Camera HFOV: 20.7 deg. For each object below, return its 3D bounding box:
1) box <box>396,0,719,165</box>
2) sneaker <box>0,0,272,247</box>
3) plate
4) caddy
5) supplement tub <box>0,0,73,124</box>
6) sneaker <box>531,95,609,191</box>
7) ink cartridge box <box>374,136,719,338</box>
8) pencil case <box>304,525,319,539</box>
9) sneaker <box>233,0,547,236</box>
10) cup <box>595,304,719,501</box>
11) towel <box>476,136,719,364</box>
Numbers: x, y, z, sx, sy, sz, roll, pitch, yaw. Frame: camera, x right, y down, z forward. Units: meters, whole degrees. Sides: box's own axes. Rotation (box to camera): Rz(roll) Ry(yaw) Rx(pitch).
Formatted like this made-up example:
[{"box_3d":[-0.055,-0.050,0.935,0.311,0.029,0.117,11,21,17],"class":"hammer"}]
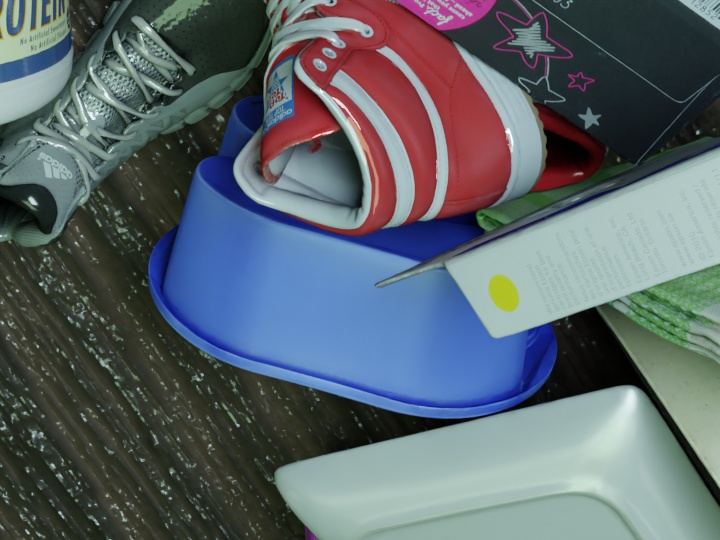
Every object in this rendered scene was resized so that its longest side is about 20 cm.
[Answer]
[{"box_3d":[0.078,-0.163,0.759,0.199,0.115,0.132,33,139,-12],"class":"box"},{"box_3d":[-0.119,-0.069,0.927,0.075,0.116,0.200,42,124,-14],"class":"sneaker"},{"box_3d":[0.084,0.146,0.942,0.199,0.032,0.200,-15,131,29],"class":"plate"},{"box_3d":[0.000,0.000,0.927,0.199,0.142,0.106,16,121,5],"class":"caddy"},{"box_3d":[-0.201,-0.171,0.852,0.144,0.145,0.201,5,113,12],"class":"supplement tub"},{"box_3d":[0.030,-0.106,0.861,0.199,0.116,0.079,24,126,-2],"class":"sneaker"},{"box_3d":[0.138,-0.029,0.749,0.200,0.197,0.047,-25,89,52],"class":"ink cartridge box"},{"box_3d":[0.068,0.154,1.042,0.198,0.092,0.086,3,90,12],"class":"pencil case"},{"box_3d":[-0.022,-0.098,0.788,0.200,0.112,0.071,53,138,20],"class":"sneaker"},{"box_3d":[0.217,0.056,0.893,0.143,0.200,0.201,-34,112,4],"class":"cup"},{"box_3d":[0.162,-0.003,0.818,0.200,0.148,0.031,30,129,51],"class":"towel"}]
